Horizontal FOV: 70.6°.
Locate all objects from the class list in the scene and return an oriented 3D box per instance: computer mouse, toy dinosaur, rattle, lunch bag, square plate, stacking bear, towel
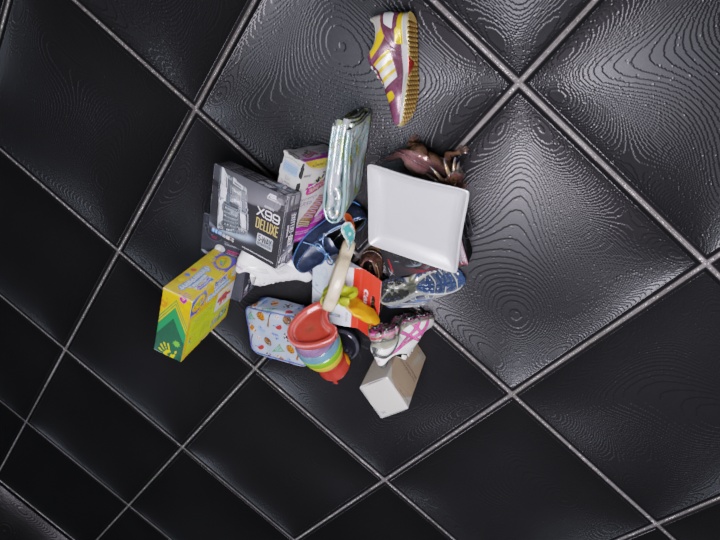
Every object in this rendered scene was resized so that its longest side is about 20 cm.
[{"bbox_3d":[-0.064,0.198,1.301,0.138,0.053,0.200,43,131,-2],"label":"computer mouse"},{"bbox_3d":[0.130,-0.203,0.983,0.199,0.136,0.086,21,120,9],"label":"toy dinosaur"},{"bbox_3d":[0.000,0.000,1.057,0.142,0.130,0.201,22,94,11],"label":"rattle"},{"bbox_3d":[-0.199,0.157,1.286,0.199,0.075,0.161,10,118,31],"label":"lunch bag"},{"bbox_3d":[0.106,-0.102,0.981,0.199,0.028,0.199,20,138,21],"label":"square plate"},{"bbox_3d":[-0.085,0.188,1.192,0.113,0.122,0.201,-24,135,0],"label":"stacking bear"},{"bbox_3d":[-0.024,-0.213,1.011,0.048,0.171,0.201,15,118,9],"label":"towel"}]

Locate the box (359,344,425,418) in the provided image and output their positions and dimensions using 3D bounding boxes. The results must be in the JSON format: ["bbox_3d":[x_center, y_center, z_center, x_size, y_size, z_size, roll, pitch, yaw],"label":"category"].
[{"bbox_3d":[0.079,0.234,1.178,0.077,0.200,0.095,-27,105,28],"label":"box"}]

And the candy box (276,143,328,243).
[{"bbox_3d":[-0.120,-0.160,1.084,0.061,0.136,0.201,32,123,22],"label":"candy box"}]

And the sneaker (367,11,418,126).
[{"bbox_3d":[0.059,-0.378,0.965,0.089,0.075,0.202,9,112,23],"label":"sneaker"}]

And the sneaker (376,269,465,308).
[{"bbox_3d":[0.136,0.040,1.144,0.198,0.078,0.085,-11,154,5],"label":"sneaker"}]

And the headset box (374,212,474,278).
[{"bbox_3d":[0.139,-0.079,1.076,0.199,0.077,0.150,-10,111,24],"label":"headset box"}]

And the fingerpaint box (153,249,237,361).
[{"bbox_3d":[-0.360,0.071,1.123,0.073,0.200,0.168,24,120,4],"label":"fingerpaint box"}]

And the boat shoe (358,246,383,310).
[{"bbox_3d":[0.016,0.046,1.184,0.070,0.070,0.201,7,119,11],"label":"boat shoe"}]

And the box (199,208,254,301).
[{"bbox_3d":[-0.307,-0.049,1.225,0.121,0.106,0.201,19,119,7],"label":"box"}]

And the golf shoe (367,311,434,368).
[{"bbox_3d":[0.095,0.149,1.140,0.072,0.199,0.093,1,104,48],"label":"golf shoe"}]

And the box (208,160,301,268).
[{"bbox_3d":[-0.222,-0.117,1.050,0.199,0.050,0.159,27,119,23],"label":"box"}]

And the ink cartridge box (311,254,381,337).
[{"bbox_3d":[-0.038,0.059,1.167,0.200,0.047,0.161,32,127,42],"label":"ink cartridge box"}]

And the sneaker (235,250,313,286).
[{"bbox_3d":[-0.202,-0.005,1.187,0.199,0.075,0.100,24,104,-39],"label":"sneaker"}]

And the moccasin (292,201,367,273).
[{"bbox_3d":[-0.069,-0.067,1.110,0.200,0.068,0.080,-47,138,8],"label":"moccasin"}]
